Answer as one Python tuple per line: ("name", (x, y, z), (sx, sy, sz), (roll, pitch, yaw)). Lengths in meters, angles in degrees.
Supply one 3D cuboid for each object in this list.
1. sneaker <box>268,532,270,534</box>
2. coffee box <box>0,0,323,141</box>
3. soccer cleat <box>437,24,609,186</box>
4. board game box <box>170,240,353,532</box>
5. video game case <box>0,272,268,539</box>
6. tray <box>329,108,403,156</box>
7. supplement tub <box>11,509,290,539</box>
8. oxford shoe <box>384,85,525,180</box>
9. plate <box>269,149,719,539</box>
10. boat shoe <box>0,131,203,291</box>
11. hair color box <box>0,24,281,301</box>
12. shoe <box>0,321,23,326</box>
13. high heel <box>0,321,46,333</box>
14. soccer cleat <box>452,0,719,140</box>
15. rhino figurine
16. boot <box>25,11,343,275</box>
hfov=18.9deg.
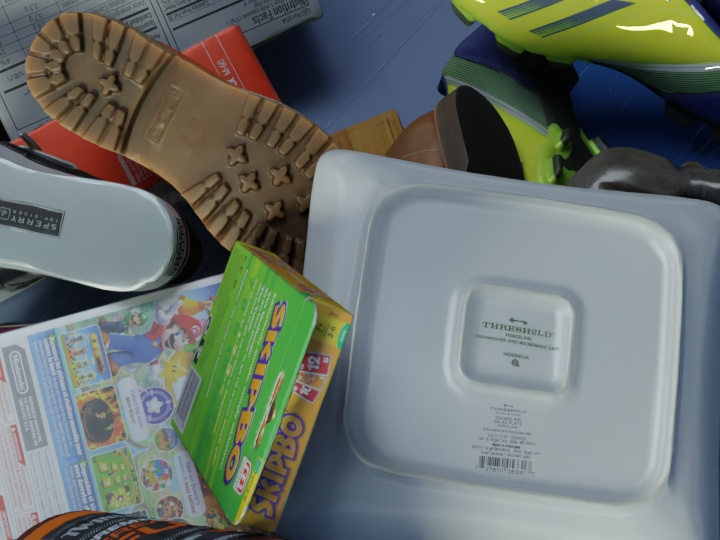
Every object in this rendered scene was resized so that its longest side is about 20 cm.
("sneaker", (-0.003, 0.113, 0.970), (0.079, 0.074, 0.201), (-50, 40, 37))
("coffee box", (-0.158, -0.221, 1.294), (0.199, 0.198, 0.200), (-24, 23, 0))
("soccer cleat", (0.087, -0.054, 1.156), (0.084, 0.065, 0.201), (-41, 39, 26))
("board game box", (-0.046, 0.047, 0.945), (0.200, 0.030, 0.096), (-143, 73, -78))
("video game case", (-0.130, 0.090, 1.053), (0.199, 0.018, 0.144), (-15, 69, -5))
("tray", (0.000, 0.000, 1.145), (0.098, 0.037, 0.200), (-22, 42, 3))
("supplement tub", (-0.094, 0.158, 0.922), (0.200, 0.107, 0.107), (0, 44, 48))
("oxford shoe", (0.046, 0.005, 1.058), (0.071, 0.071, 0.201), (-31, 43, 27))
("plate", (0.068, 0.038, 0.964), (0.199, 0.032, 0.201), (9, 62, -2))
("boat shoe", (-0.175, -0.034, 1.111), (0.198, 0.068, 0.074), (11, 88, 13))
("hair color box", (-0.141, -0.056, 1.205), (0.200, 0.111, 0.064), (-29, 85, -5))
("shoe", (-0.202, 0.096, 1.125), (0.070, 0.053, 0.200), (-9, 44, 17))
("high heel", (-0.163, 0.063, 1.104), (0.199, 0.067, 0.096), (21, 69, -3))
("soccer cleat", (0.137, -0.139, 1.124), (0.199, 0.084, 0.065), (24, 39, 3))
("rhino figurine", (0.132, 0.026, 1.028), (0.087, 0.060, 0.201), (7, 62, 5))
("boot", (-0.068, -0.064, 1.097), (0.200, 0.107, 0.075), (36, 96, 4))
